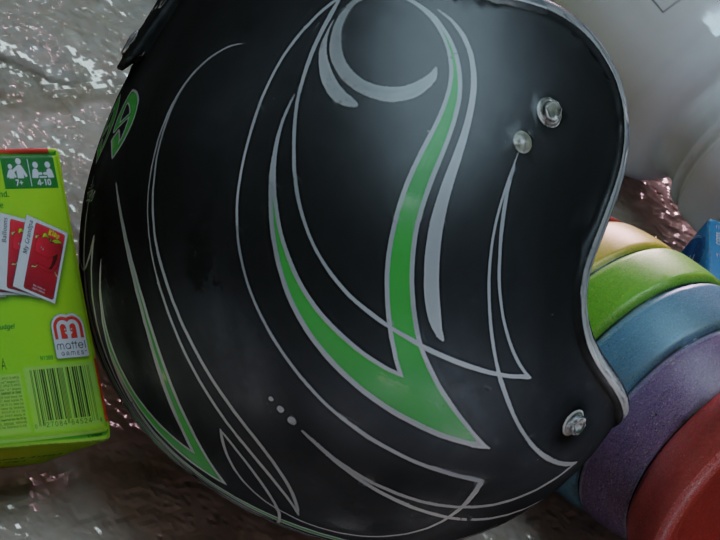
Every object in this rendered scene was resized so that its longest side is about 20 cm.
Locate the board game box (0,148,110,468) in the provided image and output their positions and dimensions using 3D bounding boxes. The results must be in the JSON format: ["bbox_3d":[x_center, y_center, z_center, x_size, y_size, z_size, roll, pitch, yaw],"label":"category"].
[{"bbox_3d":[-0.180,0.017,0.760,0.199,0.047,0.102,-3,77,-43],"label":"board game box"}]

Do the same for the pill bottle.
[{"bbox_3d":[0.146,-0.109,1.157,0.114,0.115,0.200,-11,56,-46],"label":"pill bottle"}]

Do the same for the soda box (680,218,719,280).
[{"bbox_3d":[0.219,0.061,1.062,0.199,0.068,0.064,28,36,-12],"label":"soda box"}]

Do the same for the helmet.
[{"bbox_3d":[0.000,0.000,0.844,0.198,0.192,0.200,7,-2,0],"label":"helmet"}]

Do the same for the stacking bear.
[{"bbox_3d":[0.096,0.025,0.970,0.113,0.122,0.200,-31,56,-19],"label":"stacking bear"}]
